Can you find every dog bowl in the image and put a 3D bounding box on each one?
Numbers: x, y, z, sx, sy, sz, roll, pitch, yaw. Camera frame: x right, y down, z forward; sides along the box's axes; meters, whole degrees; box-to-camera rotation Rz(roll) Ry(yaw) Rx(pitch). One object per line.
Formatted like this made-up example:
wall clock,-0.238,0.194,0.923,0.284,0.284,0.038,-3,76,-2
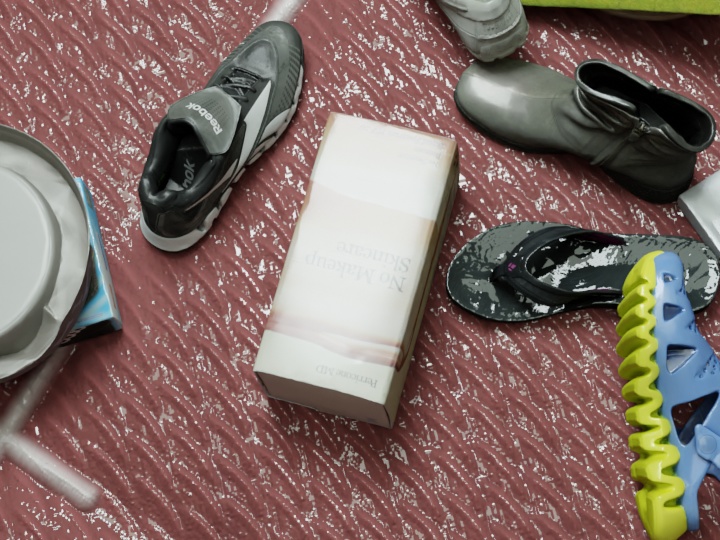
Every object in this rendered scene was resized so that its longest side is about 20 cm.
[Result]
dog bowl,-0.287,-0.006,1.159,0.198,0.059,0.202,-2,72,6

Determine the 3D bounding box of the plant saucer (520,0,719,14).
plant saucer,0.210,-0.292,1.196,0.199,0.048,0.201,9,69,33

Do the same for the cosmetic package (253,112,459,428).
cosmetic package,0.000,0.000,1.153,0.103,0.087,0.201,12,75,8

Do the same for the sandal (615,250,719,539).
sandal,0.227,0.085,1.106,0.086,0.079,0.202,-7,90,-1

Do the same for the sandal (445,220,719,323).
sandal,0.161,-0.004,1.158,0.199,0.048,0.076,-2,73,4

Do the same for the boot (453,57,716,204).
boot,0.161,-0.124,1.151,0.199,0.131,0.068,24,77,12

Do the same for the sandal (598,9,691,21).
sandal,0.270,-0.235,1.206,0.210,0.070,0.078,6,74,8

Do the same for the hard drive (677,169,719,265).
hard drive,0.352,-0.051,1.166,0.199,0.027,0.132,-32,72,-4

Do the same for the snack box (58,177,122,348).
snack box,-0.289,0.015,1.203,0.199,0.037,0.117,-17,72,0

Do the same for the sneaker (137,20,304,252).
sneaker,-0.104,-0.110,1.195,0.066,0.091,0.201,30,78,13

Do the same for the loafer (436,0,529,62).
loafer,0.067,-0.244,1.214,0.070,0.070,0.200,-30,55,-3
